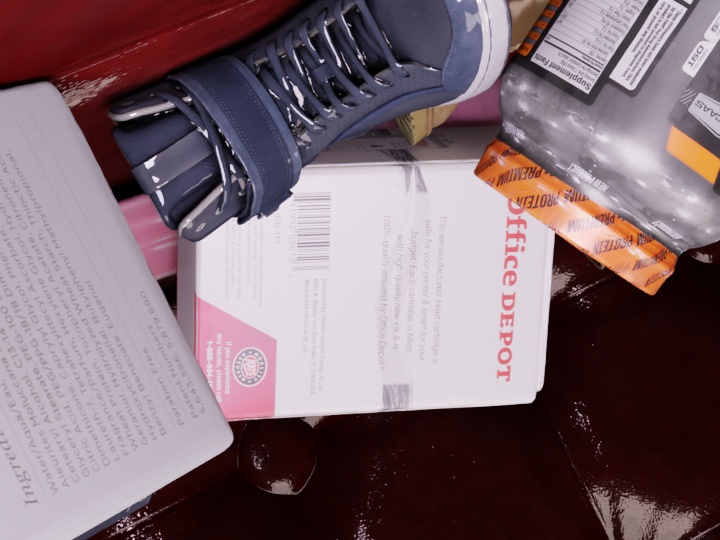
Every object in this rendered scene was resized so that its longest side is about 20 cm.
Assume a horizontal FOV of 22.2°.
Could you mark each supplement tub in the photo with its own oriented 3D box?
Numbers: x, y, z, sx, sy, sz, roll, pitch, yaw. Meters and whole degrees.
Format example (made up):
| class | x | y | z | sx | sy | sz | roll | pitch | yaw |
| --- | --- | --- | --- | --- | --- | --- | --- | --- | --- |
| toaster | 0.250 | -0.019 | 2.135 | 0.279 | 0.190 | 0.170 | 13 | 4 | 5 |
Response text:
| class | x | y | z | sx | sy | sz | roll | pitch | yaw |
| --- | --- | --- | --- | --- | --- | --- | --- | --- | --- |
| supplement tub | 0.142 | -0.098 | 0.787 | 0.201 | 0.122 | 0.123 | -57 | 174 | 6 |

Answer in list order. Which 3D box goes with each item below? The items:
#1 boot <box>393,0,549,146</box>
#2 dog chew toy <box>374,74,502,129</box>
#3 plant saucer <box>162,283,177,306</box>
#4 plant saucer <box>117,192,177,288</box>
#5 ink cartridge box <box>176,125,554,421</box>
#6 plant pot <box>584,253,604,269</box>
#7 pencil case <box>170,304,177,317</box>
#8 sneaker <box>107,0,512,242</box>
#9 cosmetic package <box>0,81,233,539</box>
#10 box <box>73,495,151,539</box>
| class | x | y | z | sx | sy | sz | roll | pitch | yaw |
| --- | --- | --- | --- | --- | --- | --- | --- | --- | --- |
| boot | 0.100 | -0.143 | 0.955 | 0.199 | 0.066 | 0.175 | -28 | 178 | -5 |
| dog chew toy | 0.021 | -0.049 | 1.123 | 0.199 | 0.125 | 0.125 | -18 | 176 | -16 |
| plant saucer | -0.159 | 0.031 | 1.285 | 0.199 | 0.049 | 0.200 | -21 | -163 | 15 |
| plant saucer | -0.174 | 0.002 | 1.148 | 0.199 | 0.051 | 0.201 | -22 | 179 | 0 |
| ink cartridge box | 0.000 | 0.000 | 1.029 | 0.199 | 0.147 | 0.083 | -2 | -160 | -13 |
| plant pot | 0.314 | -0.141 | 2.216 | 0.198 | 0.201 | 0.200 | -35 | 178 | -1 |
| pencil case | -0.152 | 0.065 | 1.089 | 0.199 | 0.078 | 0.089 | -14 | -179 | -32 |
| sneaker | -0.028 | -0.077 | 0.805 | 0.146 | 0.077 | 0.202 | -29 | 180 | -25 |
| cosmetic package | -0.188 | 0.048 | 0.676 | 0.164 | 0.166 | 0.200 | -28 | 178 | 29 |
| box | -0.263 | 0.122 | 1.295 | 0.157 | 0.199 | 0.051 | -24 | 140 | -55 |
